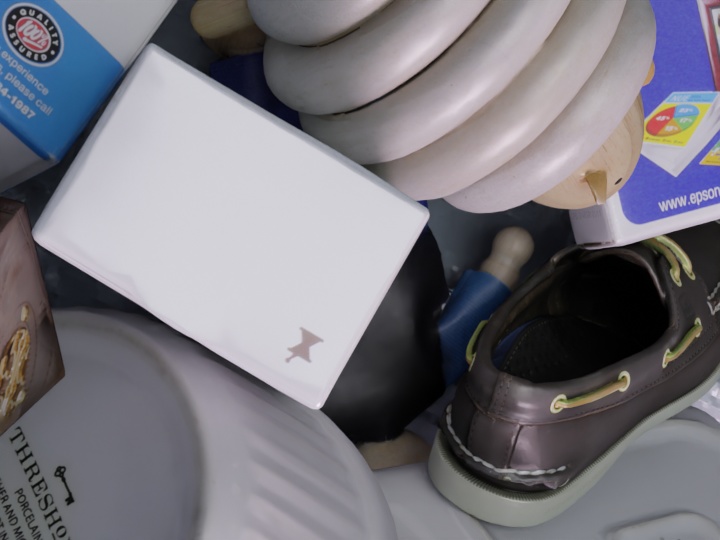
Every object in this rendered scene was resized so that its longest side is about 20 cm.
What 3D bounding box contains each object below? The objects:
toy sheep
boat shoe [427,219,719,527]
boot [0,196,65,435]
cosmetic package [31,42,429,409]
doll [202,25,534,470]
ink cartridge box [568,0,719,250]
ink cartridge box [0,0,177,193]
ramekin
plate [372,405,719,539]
[{"bbox_3d":[0.022,-0.089,0.906,0.200,0.138,0.138,38,77,-27],"label":"toy sheep"},{"bbox_3d":[0.095,0.020,1.012,0.072,0.061,0.201,27,38,17],"label":"boat shoe"},{"bbox_3d":[-0.200,0.043,0.875,0.200,0.064,0.187,19,104,16],"label":"boot"},{"bbox_3d":[-0.045,-0.016,0.896,0.101,0.200,0.071,31,89,-5],"label":"cosmetic package"},{"bbox_3d":[0.000,0.000,1.028,0.136,0.048,0.201,-12,94,-17],"label":"doll"},{"bbox_3d":[0.148,-0.126,1.013,0.197,0.047,0.201,-14,93,-23],"label":"ink cartridge box"},{"bbox_3d":[-0.120,-0.146,0.941,0.145,0.084,0.200,42,61,-16],"label":"ink cartridge box"},{"bbox_3d":[-0.096,0.103,0.879,0.203,0.202,0.094,-57,142,-12],"label":"ramekin"},{"bbox_3d":[0.114,0.117,0.980,0.200,0.200,0.032,-10,134,-39],"label":"plate"}]
